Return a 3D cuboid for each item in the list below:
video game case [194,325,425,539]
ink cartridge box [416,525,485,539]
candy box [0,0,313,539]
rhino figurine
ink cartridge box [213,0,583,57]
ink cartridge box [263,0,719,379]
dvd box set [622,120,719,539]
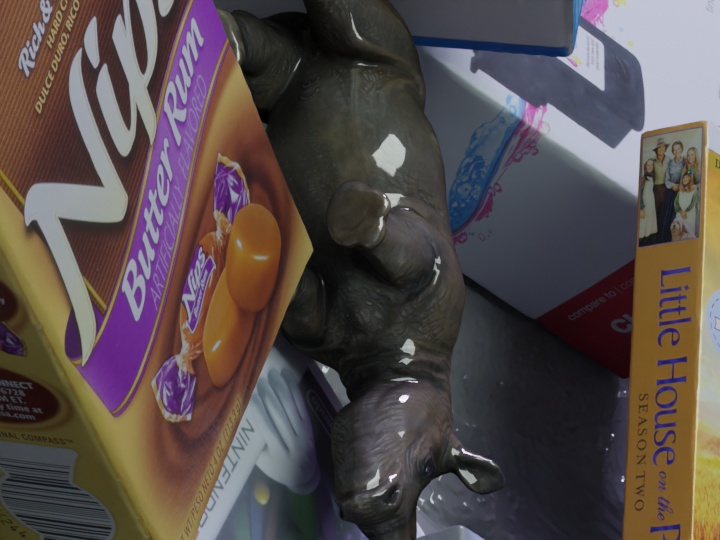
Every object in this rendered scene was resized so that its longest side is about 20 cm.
[{"bbox_3d":[-0.012,0.134,0.838,0.200,0.023,0.182,59,32,-21],"label":"video game case"},{"bbox_3d":[0.074,0.171,0.898,0.200,0.042,0.120,38,42,-45],"label":"ink cartridge box"},{"bbox_3d":[-0.077,-0.027,0.718,0.200,0.056,0.117,67,35,-47],"label":"candy box"},{"bbox_3d":[0.000,0.000,0.855,0.087,0.060,0.201,28,47,-66],"label":"rhino figurine"},{"bbox_3d":[0.008,-0.193,0.912,0.147,0.145,0.201,5,57,12],"label":"ink cartridge box"},{"bbox_3d":[0.056,-0.078,1.038,0.200,0.083,0.146,33,48,-24],"label":"ink cartridge box"},{"bbox_3d":[0.137,0.068,0.958,0.146,0.029,0.201,29,59,-48],"label":"dvd box set"}]
